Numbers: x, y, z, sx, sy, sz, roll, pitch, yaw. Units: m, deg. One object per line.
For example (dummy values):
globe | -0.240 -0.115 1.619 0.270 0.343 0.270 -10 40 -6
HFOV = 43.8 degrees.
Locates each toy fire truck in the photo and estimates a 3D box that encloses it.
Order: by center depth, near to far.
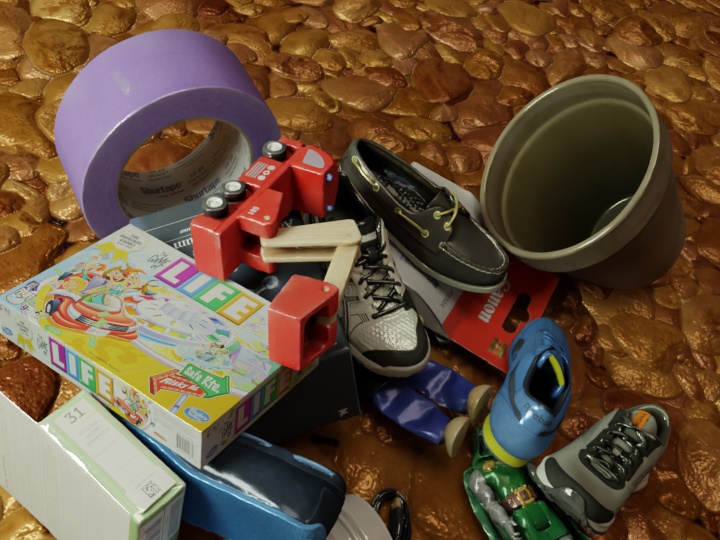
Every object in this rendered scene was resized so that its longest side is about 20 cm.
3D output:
toy fire truck | -0.051 -0.024 0.683 0.138 0.050 0.201 19 42 19

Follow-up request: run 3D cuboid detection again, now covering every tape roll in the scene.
tape roll | -0.178 -0.116 0.840 0.196 0.202 0.086 -16 55 -28

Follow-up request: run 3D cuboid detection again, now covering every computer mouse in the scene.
computer mouse | 0.034 0.258 0.689 0.057 0.034 0.203 2 49 -14

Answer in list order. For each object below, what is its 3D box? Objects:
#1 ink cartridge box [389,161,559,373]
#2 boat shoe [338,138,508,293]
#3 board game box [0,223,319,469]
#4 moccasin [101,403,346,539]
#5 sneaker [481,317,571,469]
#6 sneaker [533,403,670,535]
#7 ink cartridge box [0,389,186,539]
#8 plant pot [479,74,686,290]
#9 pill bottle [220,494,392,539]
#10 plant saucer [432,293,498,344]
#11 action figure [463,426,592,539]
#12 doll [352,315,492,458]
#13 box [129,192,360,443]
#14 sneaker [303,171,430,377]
ink cartridge box | 0.098 -0.009 0.912 0.197 0.058 0.163 26 48 14
boat shoe | 0.062 -0.053 0.868 0.199 0.061 0.072 34 49 9
board game box | -0.145 0.045 0.651 0.197 0.035 0.134 26 38 23
moccasin | -0.099 0.139 0.630 0.197 0.082 0.068 24 42 21
sneaker | 0.168 0.092 0.805 0.065 0.079 0.200 35 34 2
sneaker | 0.209 0.156 0.756 0.074 0.080 0.199 40 25 22
ink cartridge box | -0.214 0.139 0.642 0.199 0.147 0.048 38 48 18
plant pot | 0.250 -0.067 0.929 0.173 0.198 0.203 34 33 -40
pill bottle | -0.071 0.237 0.625 0.197 0.110 0.109 -21 57 -31
plant saucer | 0.080 -0.006 0.946 0.068 0.019 0.203 -4 50 -19
action figure | 0.146 0.215 0.751 0.116 0.055 0.201 -15 51 -24
doll | 0.021 0.085 0.821 0.198 0.049 0.137 29 54 22
box | -0.101 0.039 0.767 0.145 0.108 0.202 -18 54 -8
sneaker | 0.000 0.000 0.797 0.074 0.088 0.202 -21 61 -21
